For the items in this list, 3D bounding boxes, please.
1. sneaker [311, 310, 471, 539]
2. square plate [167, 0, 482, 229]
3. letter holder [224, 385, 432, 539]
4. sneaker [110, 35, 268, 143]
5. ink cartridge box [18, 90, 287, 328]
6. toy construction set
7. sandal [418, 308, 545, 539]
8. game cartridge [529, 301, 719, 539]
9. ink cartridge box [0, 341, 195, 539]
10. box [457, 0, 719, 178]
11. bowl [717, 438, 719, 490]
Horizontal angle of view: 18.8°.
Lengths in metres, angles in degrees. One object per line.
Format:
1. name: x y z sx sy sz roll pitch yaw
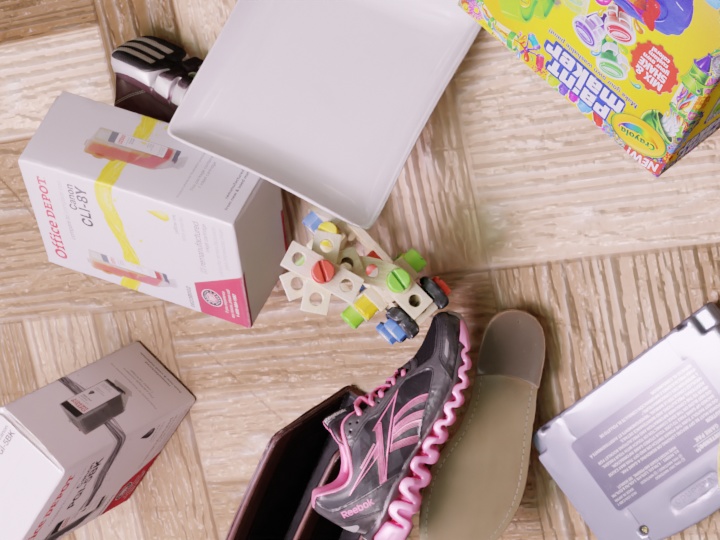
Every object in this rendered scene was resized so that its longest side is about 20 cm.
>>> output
1. sneaker: 0.022 0.119 1.718 0.095 0.079 0.201 22 87 -4
2. square plate: -0.026 -0.154 1.722 0.200 0.028 0.199 26 84 22
3. letter holder: -0.039 0.220 1.818 0.100 0.142 0.200 33 118 19
4. sneaker: -0.129 -0.109 1.828 0.200 0.076 0.116 31 129 26
5. ink cartridge box: -0.169 -0.050 1.800 0.199 0.084 0.145 18 147 17
6. toy construction set: 0.000 0.000 1.710 0.092 0.200 0.131 -44 91 7
7. sandal: 0.104 0.134 1.760 0.077 0.070 0.212 16 92 2
8. game cartridge: 0.239 0.131 1.689 0.200 0.042 0.133 -40 87 33
9. ink cartridge box: -0.257 0.163 1.897 0.083 0.200 0.147 43 122 13
10. box: 0.203 -0.212 1.522 0.200 0.122 0.193 42 143 15
11. bowl: 0.367 0.136 1.573 0.200 0.094 0.201 7 107 23
